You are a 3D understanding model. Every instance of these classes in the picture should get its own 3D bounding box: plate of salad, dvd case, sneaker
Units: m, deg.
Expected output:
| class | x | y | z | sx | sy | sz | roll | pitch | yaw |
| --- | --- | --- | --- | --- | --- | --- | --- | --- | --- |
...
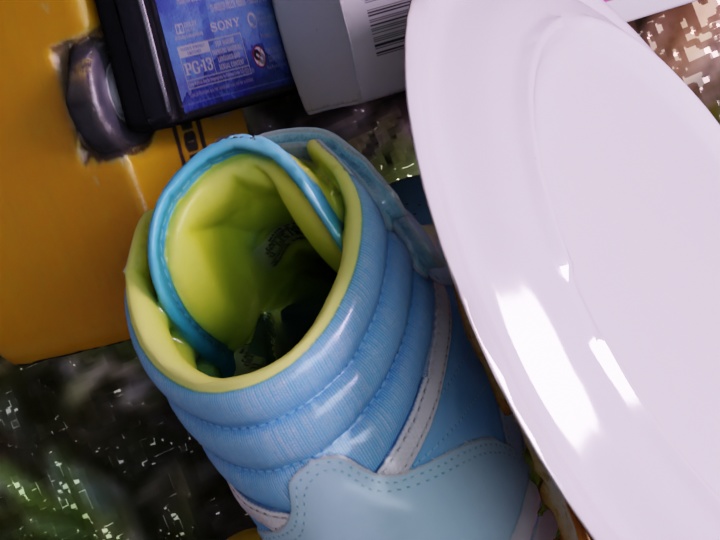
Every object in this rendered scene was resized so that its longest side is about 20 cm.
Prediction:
| class | x | y | z | sx | sy | sz | roll | pitch | yaw |
| --- | --- | --- | --- | --- | --- | --- | --- | --- | --- |
| plate of salad | 0.064 | 0.013 | 0.710 | 0.048 | 0.200 | 0.201 | -30 | 101 | 27 |
| dvd case | -0.042 | -0.144 | 0.770 | 0.142 | 0.017 | 0.201 | -21 | 98 | -57 |
| sneaker | 0.000 | 0.000 | 0.731 | 0.079 | 0.200 | 0.131 | -25 | 117 | 14 |

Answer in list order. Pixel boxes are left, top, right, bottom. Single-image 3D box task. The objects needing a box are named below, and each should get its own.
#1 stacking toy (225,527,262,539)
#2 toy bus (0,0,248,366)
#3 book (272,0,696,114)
| class | x | y | z | sx | sy | sz | roll | pitch | yaw |
| --- | --- | --- | --- | --- | --- | --- | --- | --- | --- |
| stacking toy | 0.003 | 0.099 | 0.794 | 0.200 | 0.116 | 0.110 | -34 | 100 | -30 |
| toy bus | -0.083 | -0.080 | 0.762 | 0.078 | 0.065 | 0.201 | -22 | 98 | -60 |
| book | 0.054 | -0.131 | 0.799 | 0.199 | 0.048 | 0.134 | -18 | 97 | -37 |
